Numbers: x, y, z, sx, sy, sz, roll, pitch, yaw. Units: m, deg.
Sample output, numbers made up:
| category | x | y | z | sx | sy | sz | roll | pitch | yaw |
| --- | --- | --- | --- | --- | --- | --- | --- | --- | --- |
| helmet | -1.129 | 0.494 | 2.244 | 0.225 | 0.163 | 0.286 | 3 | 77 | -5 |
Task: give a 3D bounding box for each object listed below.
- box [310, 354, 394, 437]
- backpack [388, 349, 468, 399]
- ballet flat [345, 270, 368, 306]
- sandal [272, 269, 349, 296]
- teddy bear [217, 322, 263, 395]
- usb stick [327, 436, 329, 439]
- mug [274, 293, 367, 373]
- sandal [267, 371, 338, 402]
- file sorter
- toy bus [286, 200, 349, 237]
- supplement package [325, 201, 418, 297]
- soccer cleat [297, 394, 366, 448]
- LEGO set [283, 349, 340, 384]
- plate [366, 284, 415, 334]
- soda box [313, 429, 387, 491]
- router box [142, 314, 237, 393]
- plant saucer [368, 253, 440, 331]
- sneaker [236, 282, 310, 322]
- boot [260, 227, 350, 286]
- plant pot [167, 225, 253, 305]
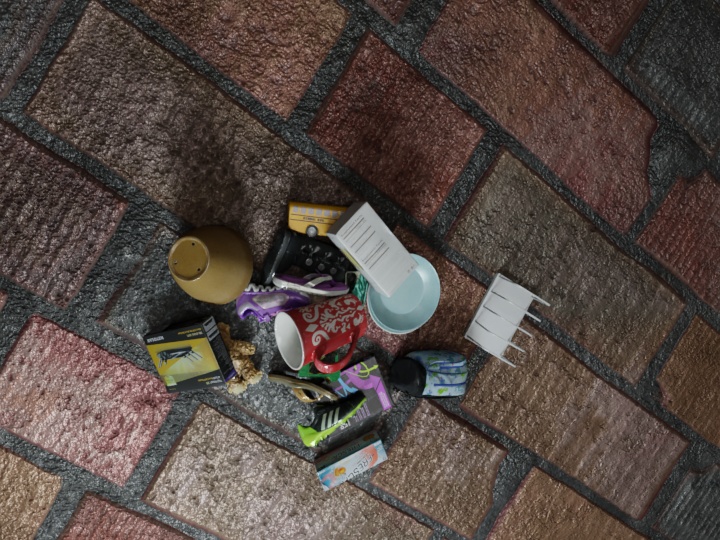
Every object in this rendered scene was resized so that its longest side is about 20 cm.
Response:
| category | x | y | z | sx | sy | sz | roll | pitch | yaw |
| --- | --- | --- | --- | --- | --- | --- | --- | --- | --- |
| box | -0.023 | 0.335 | 1.533 | 0.195 | 0.036 | 0.147 | -25 | 90 | -6 |
| backpack | 0.198 | 0.279 | 1.534 | 0.195 | 0.162 | 0.159 | 22 | 81 | -23 |
| ballet flat | 0.000 | 0.000 | 1.475 | 0.068 | 0.067 | 0.207 | 15 | 96 | -8 |
| sandal | -0.113 | 0.025 | 1.388 | 0.196 | 0.082 | 0.051 | 6 | 107 | -26 |
| teddy bear | -0.330 | 0.221 | 1.445 | 0.199 | 0.067 | 0.145 | 40 | 108 | -17 |
| usb stick | -0.019 | 0.396 | 1.565 | 0.195 | 0.033 | 0.057 | -25 | 97 | -7 |
| mug | -0.081 | 0.155 | 1.359 | 0.196 | 0.133 | 0.182 | -18 | 75 | -35 |
| sandal | -0.150 | 0.307 | 1.471 | 0.193 | 0.080 | 0.056 | 13 | 86 | 9 |
| file sorter | 0.401 | 0.139 | 1.566 | 0.136 | 0.125 | 0.204 | 28 | 94 | -16 |
| toy bus | -0.086 | -0.123 | 1.430 | 0.193 | 0.065 | 0.081 | 5 | 98 | -14 |
| supplement package | 0.026 | -0.053 | 1.376 | 0.110 | 0.113 | 0.201 | -44 | 105 | -8 |
| soccer cleat | -0.074 | 0.371 | 1.479 | 0.197 | 0.068 | 0.082 | -36 | 76 | -7 |
| LEGO set | -0.128 | 0.193 | 1.475 | 0.149 | 0.115 | 0.208 | -4 | 90 | -32 |
| plate | 0.109 | 0.068 | 1.534 | 0.193 | 0.026 | 0.208 | -2 | 101 | -13 |
| soda box | -0.027 | 0.517 | 1.566 | 0.195 | 0.068 | 0.065 | -25 | 106 | -8 |
| router box | -0.409 | 0.203 | 1.372 | 0.194 | 0.052 | 0.162 | -13 | 106 | 27 |
| plant saucer | 0.112 | 0.055 | 1.500 | 0.194 | 0.039 | 0.209 | -2 | 101 | -12 |
| sneaker | -0.220 | 0.086 | 1.410 | 0.192 | 0.081 | 0.091 | 3 | 66 | -2 |
| boot | -0.135 | -0.007 | 1.445 | 0.195 | 0.067 | 0.167 | 16 | 121 | -30 |
| plant pot | -0.354 | -0.020 | 1.290 | 0.179 | 0.200 | 0.194 | 0 | 86 | 3 |
